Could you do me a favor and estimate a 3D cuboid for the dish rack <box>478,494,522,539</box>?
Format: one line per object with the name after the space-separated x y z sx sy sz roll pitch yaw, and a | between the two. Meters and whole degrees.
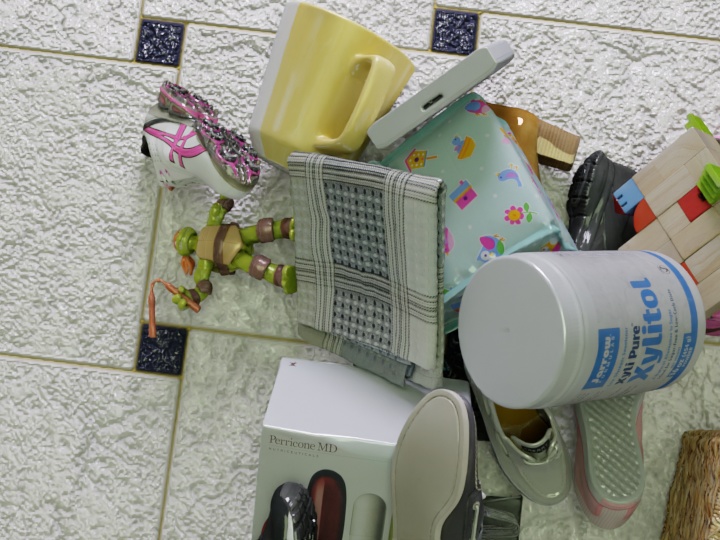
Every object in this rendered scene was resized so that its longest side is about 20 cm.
0.119 0.289 0.889 0.054 0.200 0.156 5 82 9 | dish rack

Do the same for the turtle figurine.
-0.136 -0.015 0.994 0.159 0.064 0.203 7 70 21 | turtle figurine

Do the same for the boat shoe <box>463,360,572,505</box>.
0.160 0.158 0.928 0.070 0.070 0.202 -25 112 -1 | boat shoe

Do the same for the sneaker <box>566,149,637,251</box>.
0.250 -0.019 0.998 0.089 0.076 0.203 19 86 -7 | sneaker

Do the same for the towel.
0.000 0.000 0.887 0.191 0.034 0.203 17 118 40 | towel

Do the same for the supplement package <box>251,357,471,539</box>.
0.000 0.212 0.890 0.188 0.147 0.204 7 108 1 | supplement package

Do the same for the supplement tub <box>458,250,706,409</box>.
0.199 0.049 0.853 0.198 0.131 0.134 -3 80 -38 | supplement tub

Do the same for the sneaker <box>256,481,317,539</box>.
-0.085 0.269 0.800 0.086 0.076 0.204 6 108 9 | sneaker

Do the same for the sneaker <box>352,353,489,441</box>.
0.085 0.121 0.970 0.197 0.082 0.074 19 80 1 | sneaker

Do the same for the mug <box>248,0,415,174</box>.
-0.043 -0.171 0.969 0.148 0.187 0.155 26 91 6 | mug

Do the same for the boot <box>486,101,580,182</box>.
0.139 -0.075 1.011 0.142 0.071 0.204 17 79 8 | boot

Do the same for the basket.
0.374 0.264 0.916 0.140 0.149 0.203 16 81 2 | basket

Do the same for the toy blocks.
0.313 -0.031 0.922 0.137 0.099 0.202 -42 58 32 | toy blocks

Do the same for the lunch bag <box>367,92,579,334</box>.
0.081 -0.041 0.930 0.198 0.122 0.172 -32 65 16 | lunch bag

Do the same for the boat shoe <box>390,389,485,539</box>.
0.068 0.189 0.783 0.072 0.062 0.204 19 108 44 | boat shoe

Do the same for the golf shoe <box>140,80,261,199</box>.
-0.165 -0.113 0.975 0.093 0.072 0.200 -58 42 13 | golf shoe

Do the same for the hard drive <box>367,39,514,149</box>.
0.083 -0.175 0.935 0.131 0.200 0.026 -33 95 19 | hard drive

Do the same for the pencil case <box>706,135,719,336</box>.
0.364 -0.038 0.992 0.092 0.091 0.203 12 80 9 | pencil case

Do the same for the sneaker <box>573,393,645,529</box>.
0.250 0.164 0.976 0.074 0.105 0.203 3 52 9 | sneaker
